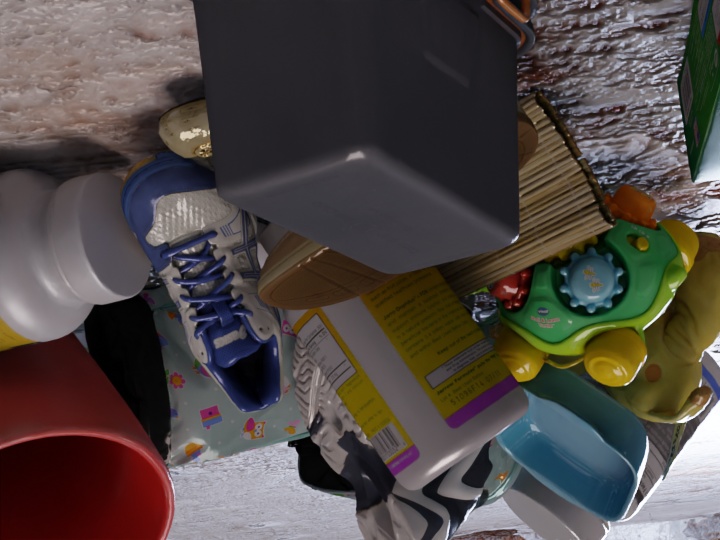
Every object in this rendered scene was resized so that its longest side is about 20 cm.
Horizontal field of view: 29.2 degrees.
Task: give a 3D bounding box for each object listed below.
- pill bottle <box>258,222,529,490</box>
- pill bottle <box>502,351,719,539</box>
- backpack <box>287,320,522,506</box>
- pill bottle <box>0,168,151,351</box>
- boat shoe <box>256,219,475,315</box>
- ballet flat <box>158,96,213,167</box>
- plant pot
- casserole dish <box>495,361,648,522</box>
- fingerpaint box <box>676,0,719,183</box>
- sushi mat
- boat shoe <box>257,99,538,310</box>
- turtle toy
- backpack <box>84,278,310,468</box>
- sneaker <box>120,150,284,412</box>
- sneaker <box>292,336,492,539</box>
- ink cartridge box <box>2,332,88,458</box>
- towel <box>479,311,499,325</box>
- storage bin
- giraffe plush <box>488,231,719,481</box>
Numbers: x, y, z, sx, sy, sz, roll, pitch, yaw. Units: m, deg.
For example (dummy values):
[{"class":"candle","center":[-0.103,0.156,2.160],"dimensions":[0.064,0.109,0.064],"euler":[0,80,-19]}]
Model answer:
[{"class":"pill bottle","center":[0.017,0.039,0.927],"dimensions":[0.104,0.200,0.104],"euler":[-34,172,-6]},{"class":"pill bottle","center":[0.220,0.146,1.210],"dimensions":[0.114,0.200,0.114],"euler":[39,164,13]},{"class":"backpack","center":[0.055,0.120,1.192],"dimensions":[0.151,0.178,0.200],"euler":[17,165,-42]},{"class":"pill bottle","center":[-0.241,-0.003,0.891],"dimensions":[0.200,0.112,0.112],"euler":[-12,160,23]},{"class":"boat shoe","center":[0.000,0.000,1.033],"dimensions":[0.200,0.068,0.072],"euler":[26,160,-17]},{"class":"ballet flat","center":[-0.033,-0.065,0.837],"dimensions":[0.200,0.057,0.066],"euler":[11,155,-39]},{"class":"plant pot","center":[-0.248,0.128,0.979],"dimensions":[0.200,0.177,0.201],"euler":[-14,132,-17]},{"class":"casserole dish","center":[0.160,0.126,1.034],"dimensions":[0.121,0.039,0.200],"euler":[35,162,17]},{"class":"fingerpaint box","center":[0.261,-0.119,0.717],"dimensions":[0.167,0.073,0.200],"euler":[-6,162,5]},{"class":"sushi mat","center":[0.077,-0.039,0.905],"dimensions":[0.012,0.096,0.200],"euler":[-31,-179,-38]},{"class":"boat shoe","center":[0.015,-0.047,0.814],"dimensions":[0.200,0.065,0.071],"euler":[-36,147,23]},{"class":"turtle toy","center":[0.134,-0.003,0.969],"dimensions":[0.200,0.146,0.101],"euler":[0,132,38]},{"class":"backpack","center":[-0.104,0.077,1.085],"dimensions":[0.200,0.167,0.127],"euler":[-11,-161,-26]},{"class":"sneaker","center":[-0.086,0.010,0.866],"dimensions":[0.075,0.088,0.200],"euler":[-23,138,1]},{"class":"sneaker","center":[0.037,0.110,1.050],"dimensions":[0.130,0.199,0.079],"euler":[-21,170,-41]},{"class":"ink cartridge box","center":[-0.251,0.104,1.171],"dimensions":[0.104,0.200,0.059],"euler":[-7,127,10]},{"class":"towel","center":[0.192,0.041,1.268],"dimensions":[0.149,0.031,0.200],"euler":[3,158,-29]},{"class":"storage bin","center":[0.013,-0.086,0.666],"dimensions":[0.145,0.134,0.200],"euler":[-15,160,29]},{"class":"giraffe plush","center":[0.189,0.044,1.080],"dimensions":[0.162,0.200,0.173],"euler":[20,154,3]}]
